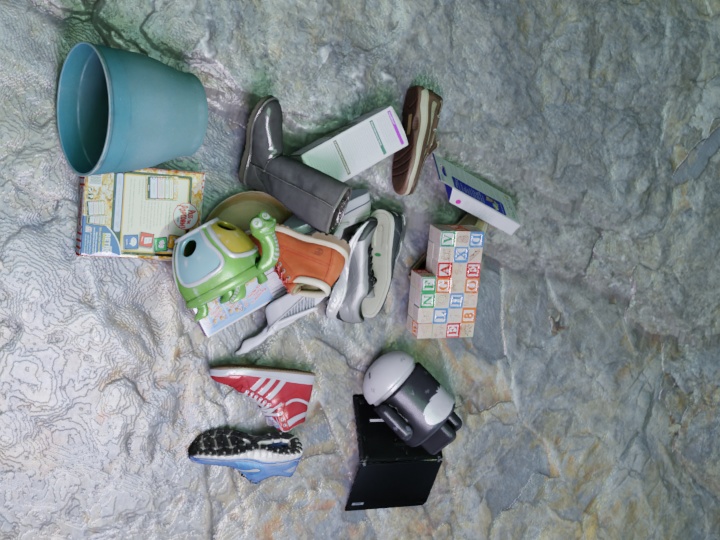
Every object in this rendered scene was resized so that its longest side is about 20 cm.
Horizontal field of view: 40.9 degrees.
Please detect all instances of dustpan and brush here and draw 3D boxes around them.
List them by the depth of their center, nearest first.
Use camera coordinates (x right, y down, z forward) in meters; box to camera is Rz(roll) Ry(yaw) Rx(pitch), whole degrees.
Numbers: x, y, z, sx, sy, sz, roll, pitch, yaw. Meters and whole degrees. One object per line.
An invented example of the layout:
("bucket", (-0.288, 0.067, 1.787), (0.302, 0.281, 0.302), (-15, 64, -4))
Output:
("dustpan and brush", (-0.140, 0.085, 1.693), (0.198, 0.140, 0.058), (-25, 83, 9))

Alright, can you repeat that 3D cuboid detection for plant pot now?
("plant pot", (-0.350, -0.248, 1.514), (0.187, 0.199, 0.203), (-4, 97, -40))
("plant pot", (-0.190, -0.038, 1.689), (0.198, 0.027, 0.203), (-3, 98, -25))

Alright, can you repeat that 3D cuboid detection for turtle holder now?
("turtle holder", (-0.222, -0.015, 1.548), (0.141, 0.185, 0.133), (-33, 97, -44))

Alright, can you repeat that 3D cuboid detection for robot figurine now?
("robot figurine", (0.093, 0.243, 1.780), (0.125, 0.150, 0.200), (-45, 92, -8))

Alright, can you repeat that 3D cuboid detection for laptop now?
("laptop", (0.057, 0.346, 1.853), (0.175, 0.103, 0.202), (2, 69, -25))

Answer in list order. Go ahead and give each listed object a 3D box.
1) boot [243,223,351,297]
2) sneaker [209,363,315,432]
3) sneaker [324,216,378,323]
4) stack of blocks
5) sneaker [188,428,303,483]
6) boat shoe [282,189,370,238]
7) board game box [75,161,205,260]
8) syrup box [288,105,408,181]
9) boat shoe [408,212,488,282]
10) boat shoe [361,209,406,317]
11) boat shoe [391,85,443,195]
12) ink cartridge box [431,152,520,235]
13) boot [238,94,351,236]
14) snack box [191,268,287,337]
("boot", (-0.125, -0.014, 1.609), (0.075, 0.198, 0.108), (69, 35, -56))
("sneaker", (-0.176, 0.225, 1.699), (0.198, 0.071, 0.114), (9, 88, -27))
("sneaker", (0.000, 0.000, 1.734), (0.079, 0.074, 0.202), (18, 103, 6))
("stack of blocks", (0.154, 0.020, 1.771), (0.114, 0.059, 0.202), (0, 105, -18))
("sneaker", (-0.203, 0.335, 1.690), (0.198, 0.079, 0.090), (6, 117, -8))
("boat shoe", (-0.055, -0.081, 1.712), (0.199, 0.070, 0.071), (-29, 117, -41))
("board game box", (-0.362, -0.095, 1.593), (0.198, 0.046, 0.153), (4, 94, -25))
("syrup box", (-0.022, -0.213, 1.718), (0.199, 0.079, 0.082), (-30, 106, -19))
("boat shoe", (0.165, -0.042, 1.825), (0.069, 0.074, 0.201), (43, 79, -28))
("boat shoe", (0.042, -0.011, 1.776), (0.067, 0.071, 0.202), (-4, 108, -57))
("boat shoe", (0.114, -0.235, 1.783), (0.074, 0.075, 0.205), (11, 90, -29))
("ink cartridge box", (0.211, -0.144, 1.825), (0.199, 0.095, 0.037), (28, 121, -26))
("boot", (-0.103, -0.173, 1.609), (0.072, 0.199, 0.183), (-26, 139, -47))
("snack box", (-0.196, 0.035, 1.666), (0.199, 0.024, 0.072), (-30, 108, -19))
